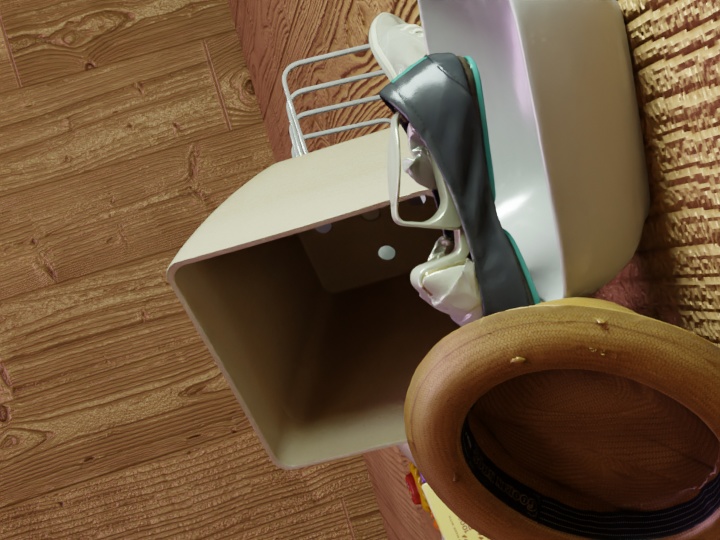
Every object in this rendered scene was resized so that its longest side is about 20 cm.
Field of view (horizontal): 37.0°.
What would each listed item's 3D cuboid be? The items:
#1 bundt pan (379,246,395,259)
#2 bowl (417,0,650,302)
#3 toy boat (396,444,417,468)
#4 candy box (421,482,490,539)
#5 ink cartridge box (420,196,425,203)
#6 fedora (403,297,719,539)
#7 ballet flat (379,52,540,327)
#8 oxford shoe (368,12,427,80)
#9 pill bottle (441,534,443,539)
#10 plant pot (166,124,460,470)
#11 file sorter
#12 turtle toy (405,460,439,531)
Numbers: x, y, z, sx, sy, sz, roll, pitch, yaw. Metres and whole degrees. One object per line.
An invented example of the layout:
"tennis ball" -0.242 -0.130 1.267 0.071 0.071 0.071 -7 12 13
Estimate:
"bundt pan" 0.001 0.006 1.076 0.076 0.201 0.202 56 175 -9
"bowl" 0.104 -0.096 0.644 0.200 0.074 0.201 -129 22 -70
"toy boat" 0.086 0.115 1.099 0.200 0.131 0.130 46 -153 20
"candy box" 0.091 0.196 0.723 0.200 0.056 0.117 74 173 -73
"ink cartridge box" 0.094 -0.046 0.958 0.100 0.039 0.201 84 168 -53
"fedora" 0.125 0.076 0.578 0.082 0.199 0.201 -71 -24 -50
"ballet flat" 0.055 -0.024 0.627 0.073 0.073 0.201 -153 46 -79
"oxford shoe" 0.054 -0.177 0.914 0.058 0.075 0.200 -55 26 24
"pill bottle" 0.147 0.288 1.006 0.200 0.116 0.117 -128 23 -72
"plant pot" 0.000 0.000 0.815 0.177 0.199 0.201 -83 -27 -54
"file sorter" -0.004 -0.122 1.124 0.200 0.138 0.125 91 163 -65
"turtle toy" 0.098 0.219 1.251 0.146 0.101 0.201 -133 27 -73
